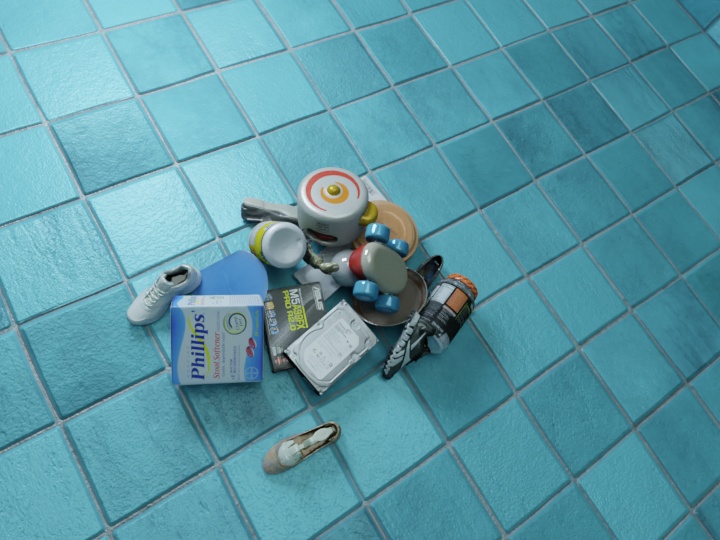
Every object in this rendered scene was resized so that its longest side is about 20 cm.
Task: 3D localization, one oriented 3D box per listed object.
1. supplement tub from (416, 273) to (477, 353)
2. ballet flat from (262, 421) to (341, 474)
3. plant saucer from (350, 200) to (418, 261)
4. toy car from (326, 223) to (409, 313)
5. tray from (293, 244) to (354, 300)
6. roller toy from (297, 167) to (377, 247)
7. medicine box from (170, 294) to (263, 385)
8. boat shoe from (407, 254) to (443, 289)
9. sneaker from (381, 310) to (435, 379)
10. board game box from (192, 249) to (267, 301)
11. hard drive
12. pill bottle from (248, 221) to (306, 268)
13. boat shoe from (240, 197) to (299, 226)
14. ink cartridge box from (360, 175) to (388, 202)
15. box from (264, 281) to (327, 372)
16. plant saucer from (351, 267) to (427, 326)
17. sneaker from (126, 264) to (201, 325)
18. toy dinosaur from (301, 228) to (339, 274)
[{"bbox_3d":[0.219,0.110,1.437,0.122,0.123,0.200,40,63,5],"label":"supplement tub"},{"bbox_3d":[-0.133,0.400,1.250,0.199,0.067,0.068,-26,75,-23],"label":"ballet flat"},{"bbox_3d":[0.065,-0.106,1.491,0.199,0.032,0.201,6,66,-13],"label":"plant saucer"},{"bbox_3d":[0.000,0.000,1.390,0.177,0.199,0.185,32,63,-46],"label":"toy car"},{"bbox_3d":[-0.074,-0.007,1.467,0.107,0.022,0.200,45,64,8],"label":"tray"},{"bbox_3d":[-0.070,-0.165,1.397,0.182,0.140,0.200,-23,63,-19],"label":"roller toy"},{"bbox_3d":[-0.325,0.155,1.242,0.199,0.103,0.183,0,100,-15],"label":"medicine box"},{"bbox_3d":[0.161,0.030,1.492,0.069,0.057,0.200,38,63,3],"label":"boat shoe"},{"bbox_3d":[0.123,0.200,1.345,0.090,0.201,0.066,27,21,3],"label":"sneaker"},{"bbox_3d":[-0.317,0.046,1.351,0.199,0.039,0.159,-28,69,3],"label":"board game box"},{"bbox_3d":[-0.070,0.185,1.324,0.200,0.038,0.140,-39,88,-23],"label":"hard drive"},{"bbox_3d":[-0.213,-0.067,1.351,0.109,0.200,0.110,-3,97,-24],"label":"pill bottle"},{"bbox_3d":[-0.226,-0.146,1.477,0.199,0.057,0.067,14,28,-12],"label":"boat shoe"},{"bbox_3d":[0.009,-0.148,1.537,0.176,0.045,0.200,-34,79,-25],"label":"ink cartridge box"},{"bbox_3d":[-0.159,0.139,1.355,0.159,0.044,0.201,-9,78,-18],"label":"box"},{"bbox_3d":[0.077,0.071,1.427,0.199,0.032,0.201,-8,47,8],"label":"plant saucer"},{"bbox_3d":[-0.474,0.047,1.290,0.078,0.099,0.200,44,72,8],"label":"sneaker"},{"bbox_3d":[-0.135,-0.051,1.374,0.047,0.088,0.200,-32,40,-30],"label":"toy dinosaur"}]
